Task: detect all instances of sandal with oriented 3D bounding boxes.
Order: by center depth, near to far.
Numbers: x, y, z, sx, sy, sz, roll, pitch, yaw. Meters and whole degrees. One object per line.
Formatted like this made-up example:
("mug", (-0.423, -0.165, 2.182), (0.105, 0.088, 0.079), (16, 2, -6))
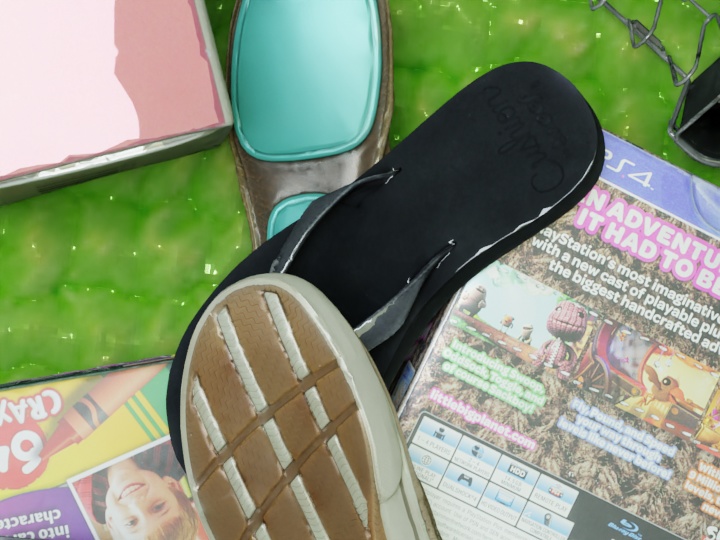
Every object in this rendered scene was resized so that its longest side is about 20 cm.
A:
("sandal", (0.000, -0.001, 0.758), (0.200, 0.043, 0.076), (-47, 71, 6))

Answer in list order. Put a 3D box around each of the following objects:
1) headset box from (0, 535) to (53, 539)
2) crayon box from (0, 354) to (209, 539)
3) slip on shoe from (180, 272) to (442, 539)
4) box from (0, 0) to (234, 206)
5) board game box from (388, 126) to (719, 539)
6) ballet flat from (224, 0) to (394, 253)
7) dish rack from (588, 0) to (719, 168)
("headset box", (-0.114, 0.197, 0.748), (0.148, 0.075, 0.201), (5, 87, -11))
("crayon box", (-0.127, 0.130, 0.817), (0.199, 0.058, 0.173), (-10, 91, -7))
("slip on shoe", (-0.002, 0.095, 0.732), (0.076, 0.061, 0.201), (-23, 94, 20))
("box", (-0.124, -0.132, 0.783), (0.109, 0.128, 0.201), (-15, 91, -6))
("board game box", (0.091, 0.059, 0.823), (0.159, 0.097, 0.200), (27, 87, -6))
("ballet flat", (-0.013, -0.038, 0.824), (0.068, 0.072, 0.201), (-6, 90, 9))
("dish rack", (0.124, -0.155, 0.811), (0.200, 0.055, 0.153), (40, 117, -13))
